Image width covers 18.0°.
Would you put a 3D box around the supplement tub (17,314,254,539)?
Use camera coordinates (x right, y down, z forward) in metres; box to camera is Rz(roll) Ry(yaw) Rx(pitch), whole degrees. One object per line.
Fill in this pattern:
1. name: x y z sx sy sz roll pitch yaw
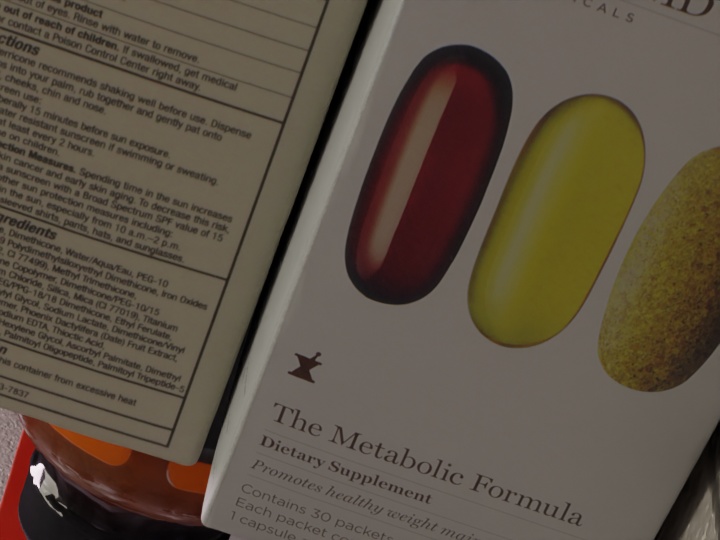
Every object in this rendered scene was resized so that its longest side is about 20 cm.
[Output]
1. supplement tub: -0.048 0.005 0.722 0.107 0.106 0.201 -85 16 -66

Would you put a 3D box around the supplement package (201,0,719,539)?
1. supplement package: 0.046 -0.024 0.567 0.110 0.113 0.201 -77 7 -54

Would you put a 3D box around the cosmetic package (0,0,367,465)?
1. cosmetic package: -0.054 -0.062 0.570 0.088 0.103 0.201 -78 9 -54

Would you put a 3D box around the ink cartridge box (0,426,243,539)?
1. ink cartridge box: -0.108 0.181 1.123 0.044 0.172 0.201 -82 12 -61
